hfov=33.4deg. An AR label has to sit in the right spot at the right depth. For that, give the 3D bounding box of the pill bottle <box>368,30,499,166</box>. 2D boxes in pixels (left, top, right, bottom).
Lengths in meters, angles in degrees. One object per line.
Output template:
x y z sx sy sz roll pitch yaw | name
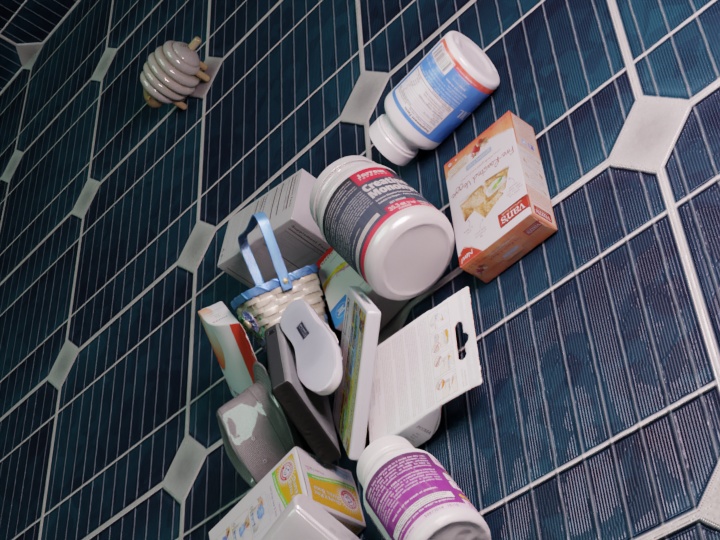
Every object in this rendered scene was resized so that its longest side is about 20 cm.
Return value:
0.106 -0.255 1.817 0.200 0.112 0.113 -43 37 27 | pill bottle

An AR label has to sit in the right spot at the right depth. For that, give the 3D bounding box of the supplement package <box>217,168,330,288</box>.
-0.127 -0.059 1.991 0.199 0.113 0.110 -29 38 39 | supplement package

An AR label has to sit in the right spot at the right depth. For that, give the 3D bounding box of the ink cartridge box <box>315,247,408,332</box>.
0.000 0.000 1.815 0.116 0.067 0.201 -47 35 20 | ink cartridge box

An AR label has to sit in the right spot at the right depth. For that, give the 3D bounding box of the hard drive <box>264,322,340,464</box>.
-0.084 0.171 1.691 0.033 0.140 0.200 -31 21 5 | hard drive

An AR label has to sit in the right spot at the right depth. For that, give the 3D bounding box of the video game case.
-0.007 0.136 1.644 0.182 0.023 0.202 -132 48 -77 | video game case

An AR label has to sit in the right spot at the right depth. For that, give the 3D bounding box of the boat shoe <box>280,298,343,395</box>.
-0.054 0.112 1.686 0.073 0.065 0.201 -42 35 13 | boat shoe

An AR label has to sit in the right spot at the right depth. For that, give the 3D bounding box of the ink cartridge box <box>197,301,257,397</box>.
-0.187 0.151 1.863 0.050 0.164 0.200 -23 20 -9 | ink cartridge box

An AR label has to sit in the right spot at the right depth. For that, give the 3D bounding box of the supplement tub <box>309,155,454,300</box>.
0.027 -0.063 1.676 0.141 0.140 0.200 -55 43 9 | supplement tub

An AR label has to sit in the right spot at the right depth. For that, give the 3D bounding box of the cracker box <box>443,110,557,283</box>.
0.187 -0.102 1.638 0.134 0.057 0.201 -39 39 32 | cracker box

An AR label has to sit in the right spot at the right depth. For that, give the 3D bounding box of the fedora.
-0.147 0.242 1.722 0.090 0.202 0.177 -25 4 -17 | fedora

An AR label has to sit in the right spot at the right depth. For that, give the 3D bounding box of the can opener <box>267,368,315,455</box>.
-0.095 0.221 1.793 0.053 0.066 0.200 -53 38 13 | can opener

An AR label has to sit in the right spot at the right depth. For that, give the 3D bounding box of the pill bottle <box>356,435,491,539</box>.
0.069 0.288 1.462 0.113 0.112 0.200 -56 33 9 | pill bottle

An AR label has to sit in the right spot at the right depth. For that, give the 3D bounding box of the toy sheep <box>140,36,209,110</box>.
-0.414 -0.441 2.664 0.200 0.137 0.138 -48 35 19 | toy sheep

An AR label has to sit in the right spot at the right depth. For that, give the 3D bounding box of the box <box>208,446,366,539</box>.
-0.102 0.355 1.649 0.200 0.112 0.102 -47 36 21 | box

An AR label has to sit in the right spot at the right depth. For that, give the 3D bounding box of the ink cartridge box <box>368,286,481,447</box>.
0.091 0.138 1.598 0.199 0.050 0.163 -34 41 30 | ink cartridge box

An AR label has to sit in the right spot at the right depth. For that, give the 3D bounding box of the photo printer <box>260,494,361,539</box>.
-0.076 0.412 1.532 0.201 0.166 0.069 -52 -5 13 | photo printer

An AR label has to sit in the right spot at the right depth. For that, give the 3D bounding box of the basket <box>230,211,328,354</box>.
-0.134 0.020 1.842 0.176 0.138 0.202 135 117 -72 | basket
